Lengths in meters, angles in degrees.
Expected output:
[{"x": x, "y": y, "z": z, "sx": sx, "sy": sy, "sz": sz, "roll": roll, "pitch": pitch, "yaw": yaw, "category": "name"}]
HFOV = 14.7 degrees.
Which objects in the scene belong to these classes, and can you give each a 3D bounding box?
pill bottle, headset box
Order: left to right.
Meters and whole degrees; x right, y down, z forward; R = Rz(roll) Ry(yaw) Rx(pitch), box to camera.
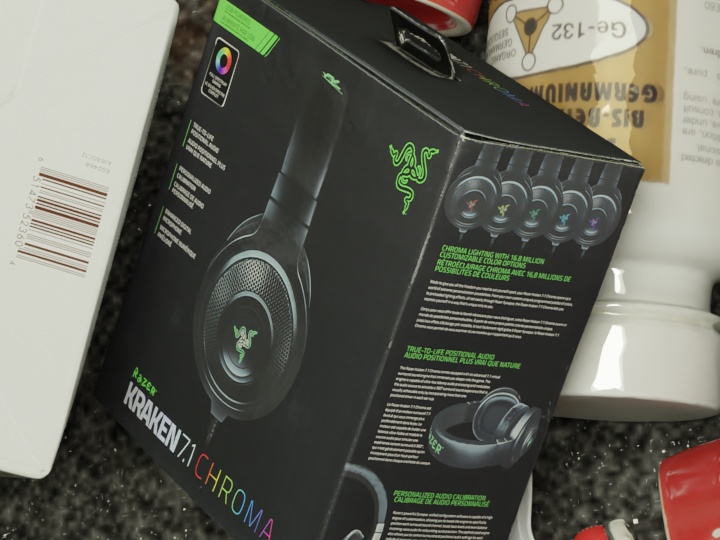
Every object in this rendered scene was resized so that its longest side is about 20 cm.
[{"x": 0.000, "y": 0.000, "z": 1.071, "sx": 0.174, "sy": 0.092, "sz": 0.201, "roll": 39, "pitch": 115, "yaw": 48, "category": "headset box"}, {"x": 0.104, "y": -0.044, "z": 1.116, "sx": 0.113, "sy": 0.114, "sz": 0.202, "roll": 1, "pitch": 81, "yaw": 13, "category": "pill bottle"}]

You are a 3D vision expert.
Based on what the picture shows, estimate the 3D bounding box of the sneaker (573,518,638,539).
[{"x": 0.077, "y": 0.192, "z": 1.040, "sx": 0.084, "sy": 0.077, "sz": 0.202, "roll": 2, "pitch": 102, "yaw": -3, "category": "sneaker"}]

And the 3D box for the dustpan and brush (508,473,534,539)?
[{"x": 0.066, "y": 0.145, "z": 1.097, "sx": 0.139, "sy": 0.057, "sz": 0.202, "roll": -6, "pitch": 87, "yaw": 10, "category": "dustpan and brush"}]

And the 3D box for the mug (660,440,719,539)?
[{"x": 0.216, "y": 0.076, "z": 1.050, "sx": 0.199, "sy": 0.133, "sz": 0.179, "roll": -18, "pitch": 93, "yaw": 13, "category": "mug"}]

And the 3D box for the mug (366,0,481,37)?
[{"x": -0.002, "y": -0.211, "z": 1.178, "sx": 0.176, "sy": 0.133, "sz": 0.201, "roll": 9, "pitch": 85, "yaw": 26, "category": "mug"}]

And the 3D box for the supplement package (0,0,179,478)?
[{"x": -0.183, "y": -0.026, "z": 1.111, "sx": 0.146, "sy": 0.200, "sz": 0.193, "roll": 18, "pitch": 82, "yaw": -15, "category": "supplement package"}]
